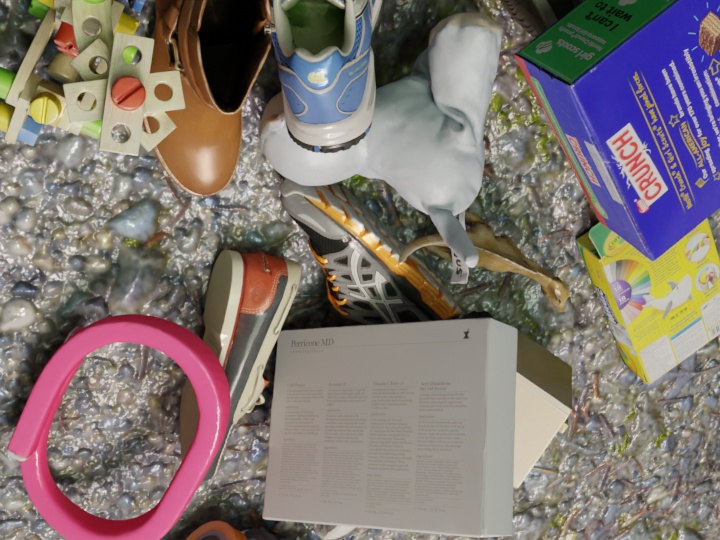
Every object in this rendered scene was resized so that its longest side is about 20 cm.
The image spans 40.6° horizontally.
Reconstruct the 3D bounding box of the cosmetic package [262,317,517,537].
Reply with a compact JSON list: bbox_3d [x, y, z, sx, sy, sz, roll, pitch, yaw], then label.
[{"bbox_3d":[0.020,0.118,0.742,0.052,0.199,0.152,18,71,-52],"label":"cosmetic package"}]

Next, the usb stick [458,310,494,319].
[{"bbox_3d":[0.026,0.095,0.813,0.199,0.056,0.033,-29,127,16],"label":"usb stick"}]

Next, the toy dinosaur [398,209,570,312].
[{"bbox_3d":[0.095,-0.020,0.792,0.199,0.101,0.059,17,101,-36],"label":"toy dinosaur"}]

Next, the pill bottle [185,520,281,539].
[{"bbox_3d":[-0.080,0.303,0.873,0.106,0.106,0.200,-41,124,-1],"label":"pill bottle"}]

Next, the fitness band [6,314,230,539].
[{"bbox_3d":[-0.182,0.124,0.735,0.143,0.037,0.201,30,108,0],"label":"fitness band"}]

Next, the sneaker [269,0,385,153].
[{"bbox_3d":[-0.020,-0.176,0.618,0.075,0.201,0.077,-7,153,2],"label":"sneaker"}]

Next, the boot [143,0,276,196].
[{"bbox_3d":[-0.092,-0.122,0.626,0.076,0.155,0.201,-4,116,-22],"label":"boot"}]

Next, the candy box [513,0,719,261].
[{"bbox_3d":[0.233,-0.136,0.683,0.200,0.077,0.169,-38,125,-3],"label":"candy box"}]

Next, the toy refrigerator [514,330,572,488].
[{"bbox_3d":[0.135,0.112,0.822,0.070,0.200,0.076,34,99,9],"label":"toy refrigerator"}]

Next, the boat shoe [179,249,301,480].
[{"bbox_3d":[-0.100,0.080,0.778,0.062,0.071,0.201,7,107,-30],"label":"boat shoe"}]

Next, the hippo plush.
[{"bbox_3d":[0.009,-0.098,0.710,0.159,0.159,0.202,7,81,2],"label":"hippo plush"}]

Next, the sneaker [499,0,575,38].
[{"bbox_3d":[0.138,-0.258,0.712,0.106,0.075,0.200,-38,123,0],"label":"sneaker"}]

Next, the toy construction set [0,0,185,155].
[{"bbox_3d":[-0.165,-0.131,0.578,0.092,0.200,0.132,27,86,-32],"label":"toy construction set"}]

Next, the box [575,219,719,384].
[{"bbox_3d":[0.280,0.002,0.925,0.117,0.048,0.201,-34,126,-6],"label":"box"}]

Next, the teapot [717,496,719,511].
[{"bbox_3d":[0.510,0.256,1.097,0.146,0.198,0.200,-34,100,39],"label":"teapot"}]

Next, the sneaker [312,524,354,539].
[{"bbox_3d":[0.026,0.163,0.876,0.080,0.076,0.201,24,104,-41],"label":"sneaker"}]

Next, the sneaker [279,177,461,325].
[{"bbox_3d":[0.000,0.000,0.780,0.077,0.078,0.200,-40,123,11],"label":"sneaker"}]
